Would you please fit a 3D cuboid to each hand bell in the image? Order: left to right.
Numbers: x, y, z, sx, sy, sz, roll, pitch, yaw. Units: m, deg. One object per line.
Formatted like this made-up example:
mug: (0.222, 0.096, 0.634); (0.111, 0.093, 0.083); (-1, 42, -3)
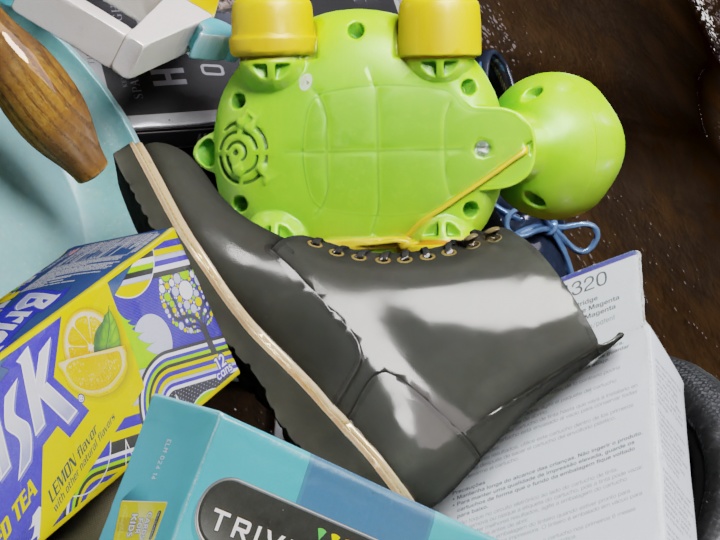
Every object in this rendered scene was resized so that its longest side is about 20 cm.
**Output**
hand bell: (-0.169, -0.119, 0.859); (0.201, 0.104, 0.104); (57, 30, -22)

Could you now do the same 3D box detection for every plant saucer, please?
plant saucer: (-0.169, -0.042, 0.876); (0.199, 0.036, 0.201); (34, 37, -30)

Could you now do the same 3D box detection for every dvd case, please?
dvd case: (-0.056, -0.131, 1.030); (0.199, 0.025, 0.151); (-5, 61, -22)

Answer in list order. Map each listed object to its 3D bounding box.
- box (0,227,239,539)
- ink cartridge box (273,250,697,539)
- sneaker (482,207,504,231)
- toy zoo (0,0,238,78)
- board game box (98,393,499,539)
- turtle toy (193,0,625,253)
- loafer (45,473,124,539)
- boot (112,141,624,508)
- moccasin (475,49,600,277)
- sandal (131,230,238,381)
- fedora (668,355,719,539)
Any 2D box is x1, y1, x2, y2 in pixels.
box: (-0.133, 0.059, 0.761); (0.200, 0.064, 0.070); (-40, 112, -48)
ink cartridge box: (0.046, 0.106, 0.873); (0.043, 0.195, 0.201); (49, 31, -35)
sneaker: (0.035, -0.011, 1.059); (0.059, 0.105, 0.201); (-2, 54, -10)
toy zoo: (-0.141, -0.151, 0.950); (0.199, 0.021, 0.131); (31, 27, -1)
board game box: (-0.042, 0.166, 0.738); (0.151, 0.047, 0.201); (28, 78, -37)
turtle toy: (0.023, -0.055, 0.943); (0.101, 0.198, 0.147); (-60, 150, -86)
loafer: (-0.099, 0.122, 0.797); (0.070, 0.075, 0.199); (48, 29, 20)
boot: (0.000, 0.000, 0.869); (0.200, 0.138, 0.078); (52, -9, 10)
moccasin: (0.083, -0.037, 1.172); (0.080, 0.068, 0.201); (2, 60, -52)
sandal: (-0.030, 0.018, 0.991); (0.202, 0.050, 0.083); (23, 44, -40)
fedora: (0.100, 0.136, 0.908); (0.092, 0.200, 0.202); (47, 30, -40)
